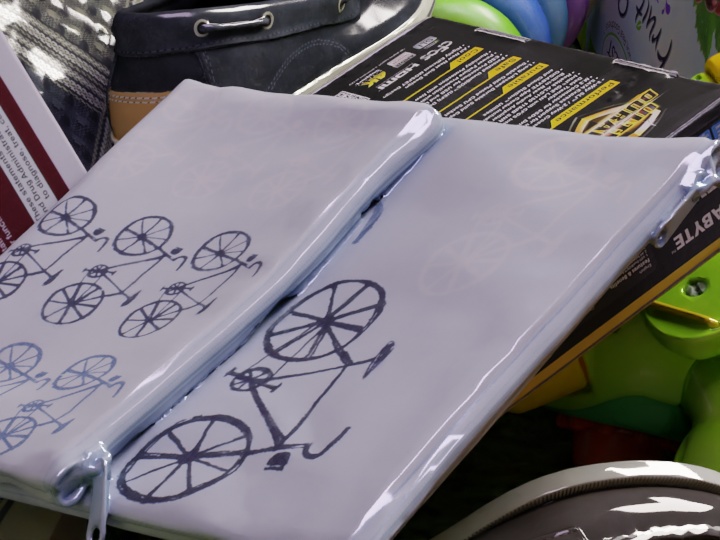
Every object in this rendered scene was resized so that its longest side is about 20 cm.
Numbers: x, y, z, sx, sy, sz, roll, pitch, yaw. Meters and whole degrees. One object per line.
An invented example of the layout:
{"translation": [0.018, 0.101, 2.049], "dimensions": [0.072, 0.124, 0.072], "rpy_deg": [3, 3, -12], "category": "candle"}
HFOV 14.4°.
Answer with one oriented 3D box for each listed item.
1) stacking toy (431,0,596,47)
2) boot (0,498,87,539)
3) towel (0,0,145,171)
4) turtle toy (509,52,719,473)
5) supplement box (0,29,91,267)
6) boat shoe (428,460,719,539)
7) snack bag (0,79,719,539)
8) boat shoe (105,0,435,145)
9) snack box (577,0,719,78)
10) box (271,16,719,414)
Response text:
{"translation": [0.035, -0.076, 1.089], "dimensions": [0.085, 0.085, 0.200], "rpy_deg": [13, 36, 8], "category": "stacking toy"}
{"translation": [-0.139, 0.119, 0.753], "dimensions": [0.090, 0.073, 0.200], "rpy_deg": [5, 23, 8], "category": "boot"}
{"translation": [-0.123, -0.078, 0.991], "dimensions": [0.193, 0.035, 0.200], "rpy_deg": [35, 36, -23], "category": "towel"}
{"translation": [0.107, 0.019, 0.925], "dimensions": [0.146, 0.101, 0.200], "rpy_deg": [-23, 36, 0], "category": "turtle toy"}
{"translation": [-0.178, -0.003, 0.827], "dimensions": [0.200, 0.109, 0.061], "rpy_deg": [-39, 15, -37], "category": "supplement box"}
{"translation": [0.031, 0.109, 0.799], "dimensions": [0.201, 0.072, 0.061], "rpy_deg": [-15, 35, -20], "category": "boat shoe"}
{"translation": [-0.026, 0.008, 0.785], "dimensions": [0.200, 0.021, 0.189], "rpy_deg": [9, 42, 39], "category": "snack bag"}
{"translation": [-0.029, -0.095, 1.015], "dimensions": [0.075, 0.062, 0.200], "rpy_deg": [-1, 23, 28], "category": "boat shoe"}
{"translation": [0.134, -0.119, 1.115], "dimensions": [0.053, 0.142, 0.200], "rpy_deg": [2, 32, -11], "category": "snack box"}
{"translation": [0.000, 0.000, 0.859], "dimensions": [0.200, 0.049, 0.160], "rpy_deg": [-35, 31, -23], "category": "box"}
